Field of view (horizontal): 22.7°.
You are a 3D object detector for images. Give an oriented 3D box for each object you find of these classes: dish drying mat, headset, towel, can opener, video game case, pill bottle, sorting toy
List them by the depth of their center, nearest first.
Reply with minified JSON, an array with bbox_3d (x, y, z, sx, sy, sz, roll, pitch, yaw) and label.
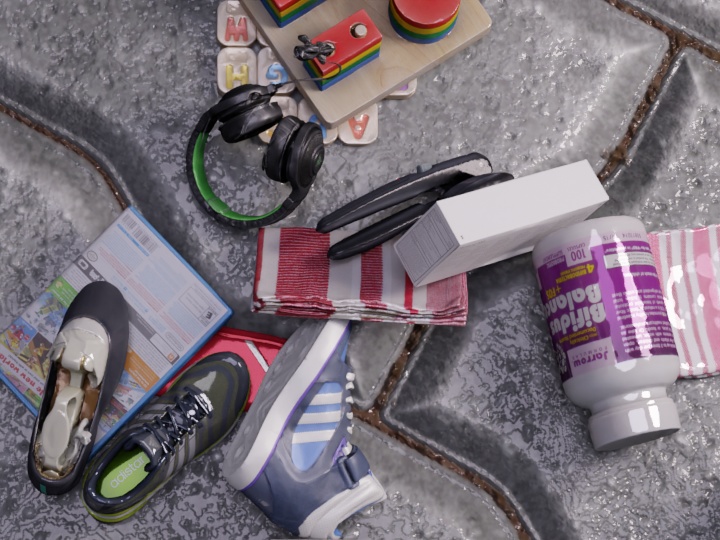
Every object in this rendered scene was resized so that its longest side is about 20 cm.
[{"bbox_3d":[0.233,0.060,1.661,0.111,0.112,0.202,-11,76,-5],"label":"pill bottle"},{"bbox_3d":[0.000,0.000,1.667,0.198,0.023,0.144,3,31,-2],"label":"towel"},{"bbox_3d":[-0.236,0.060,1.669,0.200,0.018,0.143,-45,83,-3],"label":"video game case"},{"bbox_3d":[-0.088,-0.130,1.679,0.123,0.094,0.201,40,106,10],"label":"headset"},{"bbox_3d":[-0.156,0.085,1.685,0.198,0.018,0.078,11,77,0],"label":"dish drying mat"},{"bbox_3d":[0.047,-0.065,1.691,0.199,0.079,0.064,-18,81,-20],"label":"can opener"},{"bbox_3d":[0.369,0.021,1.720,0.198,0.030,0.148,-9,77,-5],"label":"towel"},{"bbox_3d":[-0.003,-0.277,1.745,0.198,0.070,0.201,-32,77,-12],"label":"sorting toy"}]

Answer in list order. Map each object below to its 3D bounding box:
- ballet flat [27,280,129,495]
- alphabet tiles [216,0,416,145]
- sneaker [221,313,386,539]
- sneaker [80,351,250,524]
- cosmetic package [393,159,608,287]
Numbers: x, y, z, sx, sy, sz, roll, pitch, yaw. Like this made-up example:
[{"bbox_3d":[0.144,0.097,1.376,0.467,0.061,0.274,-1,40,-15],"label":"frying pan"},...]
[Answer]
[{"bbox_3d":[-0.257,0.106,1.622,0.072,0.073,0.202,15,84,1],"label":"ballet flat"},{"bbox_3d":[-0.043,-0.219,1.770,0.198,0.015,0.198,1,76,-3],"label":"alphabet tiles"},{"bbox_3d":[-0.025,0.148,1.646,0.146,0.080,0.201,37,70,-19],"label":"sneaker"},{"bbox_3d":[-0.175,0.153,1.628,0.074,0.081,0.200,43,84,1],"label":"sneaker"},{"bbox_3d":[0.131,-0.046,1.652,0.199,0.083,0.051,-17,73,-39],"label":"cosmetic package"}]
